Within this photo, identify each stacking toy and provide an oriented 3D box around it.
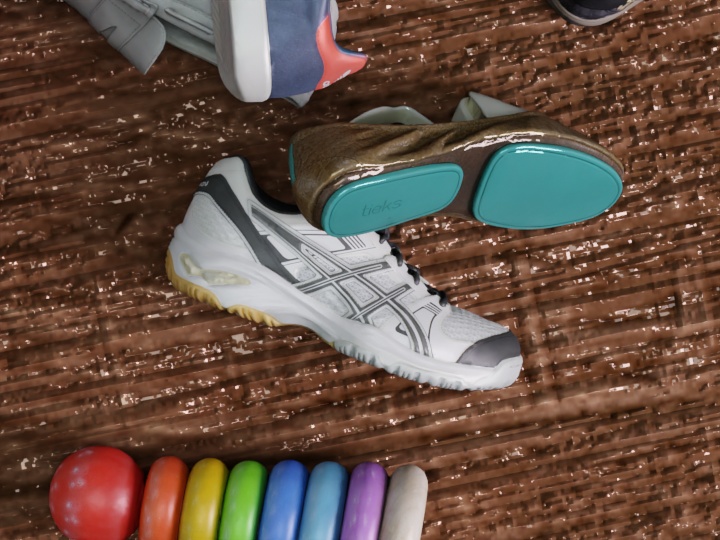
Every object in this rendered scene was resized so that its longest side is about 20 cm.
[{"bbox_3d":[-0.067,0.129,1.298,0.199,0.085,0.086,11,93,1],"label":"stacking toy"}]

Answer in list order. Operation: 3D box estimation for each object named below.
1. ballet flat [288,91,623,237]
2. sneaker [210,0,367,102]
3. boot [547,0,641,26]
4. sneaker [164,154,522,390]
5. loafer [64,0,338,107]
[{"bbox_3d":[0.047,-0.060,1.285,0.199,0.072,0.068,-7,138,-29],"label":"ballet flat"},{"bbox_3d":[-0.035,-0.188,1.227,0.084,0.075,0.201,-7,103,-13],"label":"sneaker"},{"bbox_3d":[0.184,-0.201,1.250,0.200,0.151,0.073,-37,95,0],"label":"boot"},{"bbox_3d":[0.000,0.000,1.290,0.199,0.076,0.088,21,93,-5],"label":"sneaker"},{"bbox_3d":[-0.111,-0.139,1.277,0.199,0.070,0.070,15,84,-5],"label":"loafer"}]
